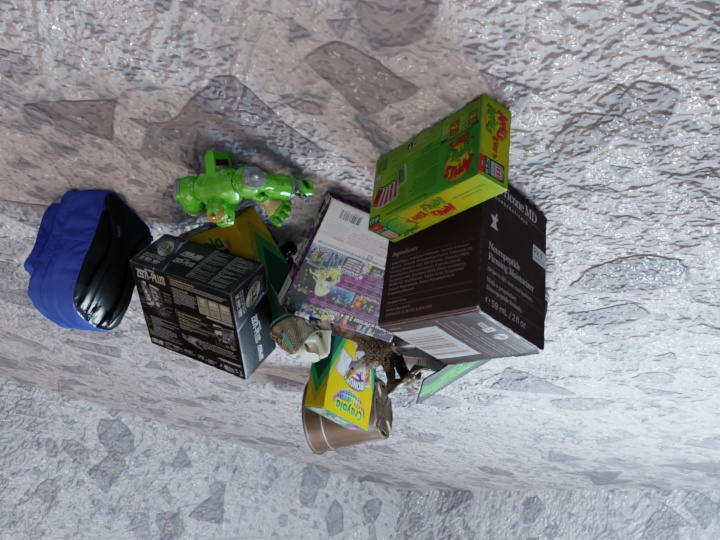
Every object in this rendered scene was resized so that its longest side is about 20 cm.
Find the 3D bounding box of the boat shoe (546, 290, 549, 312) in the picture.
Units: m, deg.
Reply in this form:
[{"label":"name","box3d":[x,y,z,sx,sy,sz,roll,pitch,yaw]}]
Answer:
[{"label":"boat shoe","box3d":[0.235,0.073,1.286,0.197,0.067,0.070,-5,153,28]}]

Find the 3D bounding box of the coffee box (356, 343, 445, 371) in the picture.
[{"label":"coffee box","box3d":[0.098,0.123,1.388,0.196,0.115,0.080,5,157,6]}]

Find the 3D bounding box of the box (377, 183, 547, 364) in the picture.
[{"label":"box","box3d":[0.142,0.001,0.988,0.162,0.204,0.165,-14,149,41]}]

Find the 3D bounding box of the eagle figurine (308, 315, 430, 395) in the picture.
[{"label":"eagle figurine","box3d":[0.019,0.124,1.262,0.149,0.201,0.153,-26,157,-22]}]

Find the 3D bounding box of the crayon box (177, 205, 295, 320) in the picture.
[{"label":"crayon box","box3d":[-0.206,0.005,1.180,0.198,0.058,0.174,-15,114,42]}]

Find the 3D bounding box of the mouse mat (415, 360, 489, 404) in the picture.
[{"label":"mouse mat","box3d":[0.189,0.174,1.333,0.198,0.008,0.162,-28,158,-13]}]

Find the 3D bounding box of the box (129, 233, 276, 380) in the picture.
[{"label":"box","box3d":[-0.240,0.054,1.126,0.197,0.086,0.166,15,129,26]}]

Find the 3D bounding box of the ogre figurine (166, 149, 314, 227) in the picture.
[{"label":"ogre figurine","box3d":[-0.177,-0.107,1.002,0.197,0.100,0.120,16,179,24]}]

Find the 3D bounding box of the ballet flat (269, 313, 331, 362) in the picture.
[{"label":"ballet flat","box3d":[-0.082,0.107,1.128,0.067,0.076,0.200,-34,170,10]}]

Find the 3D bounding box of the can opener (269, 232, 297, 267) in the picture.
[{"label":"can opener","box3d":[-0.158,-0.012,1.263,0.063,0.080,0.200,-25,173,-25]}]

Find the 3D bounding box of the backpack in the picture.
[{"label":"backpack","box3d":[-0.447,-0.004,1.186,0.165,0.204,0.163,-1,156,20]}]

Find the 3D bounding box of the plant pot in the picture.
[{"label":"plant pot","box3d":[-0.027,0.374,1.919,0.195,0.204,0.201,-8,152,18]}]

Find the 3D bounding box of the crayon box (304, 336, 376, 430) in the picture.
[{"label":"crayon box","box3d":[-0.038,0.249,1.643,0.057,0.176,0.200,-6,153,30]}]

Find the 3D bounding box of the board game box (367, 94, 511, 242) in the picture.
[{"label":"board game box","box3d":[0.090,-0.115,0.870,0.047,0.103,0.199,21,154,-30]}]

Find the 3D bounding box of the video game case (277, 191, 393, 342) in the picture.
[{"label":"video game case","box3d":[0.000,0.000,1.101,0.197,0.183,0.036,19,-162,-24]}]
